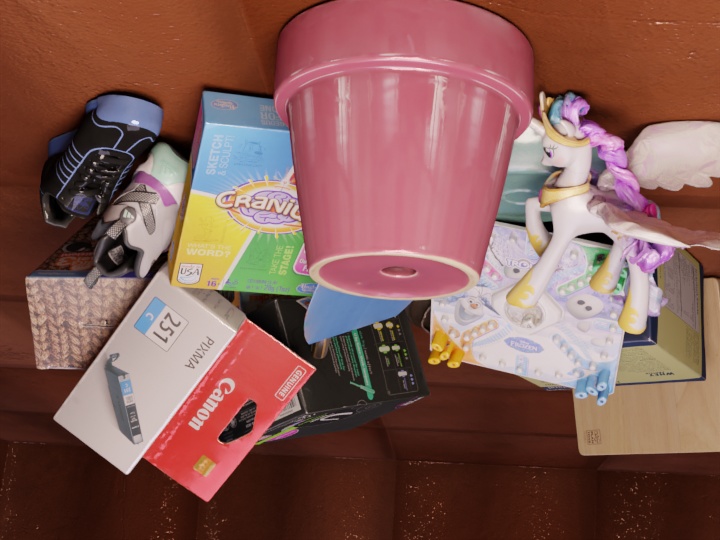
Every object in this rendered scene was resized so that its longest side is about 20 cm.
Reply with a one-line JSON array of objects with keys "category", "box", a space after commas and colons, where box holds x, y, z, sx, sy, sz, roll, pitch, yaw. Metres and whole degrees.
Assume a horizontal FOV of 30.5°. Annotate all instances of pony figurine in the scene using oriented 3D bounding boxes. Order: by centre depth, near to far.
[{"category": "pony figurine", "box": [0.213, -0.047, 1.085, 0.191, 0.167, 0.201, 13, 131, 16]}]

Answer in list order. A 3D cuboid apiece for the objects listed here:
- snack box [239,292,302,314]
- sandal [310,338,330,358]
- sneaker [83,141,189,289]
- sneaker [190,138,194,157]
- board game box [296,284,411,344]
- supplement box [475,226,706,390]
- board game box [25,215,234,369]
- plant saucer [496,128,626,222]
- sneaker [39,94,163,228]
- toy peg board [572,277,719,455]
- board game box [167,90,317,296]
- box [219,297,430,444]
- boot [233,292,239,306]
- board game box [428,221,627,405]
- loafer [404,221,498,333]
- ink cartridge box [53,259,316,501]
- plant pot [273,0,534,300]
[{"category": "snack box", "box": [-0.083, 0.053, 1.539, 0.115, 0.038, 0.200, -7, 165, -7]}, {"category": "sandal", "box": [0.000, 0.000, 1.273, 0.054, 0.202, 0.082, 22, -167, -8]}, {"category": "sneaker", "box": [-0.208, -0.033, 1.251, 0.078, 0.140, 0.200, 38, 168, 11]}, {"category": "sneaker", "box": [-0.076, -0.073, 1.218, 0.073, 0.081, 0.199, -8, 159, 42]}, {"category": "board game box", "box": [0.015, -0.017, 1.188, 0.199, 0.039, 0.159, -16, 142, -50]}, {"category": "supplement box", "box": [0.257, 0.043, 1.451, 0.198, 0.136, 0.199, -6, 161, 30]}, {"category": "board game box", "box": [-0.231, 0.019, 1.366, 0.158, 0.098, 0.200, 0, -160, 8]}, {"category": "plant saucer", "box": [0.150, -0.082, 1.217, 0.198, 0.036, 0.200, 3, 164, 1]}, {"category": "sneaker", "box": [-0.233, -0.093, 1.177, 0.070, 0.079, 0.199, 13, 162, -28]}, {"category": "toy peg board", "box": [0.367, 0.118, 1.616, 0.198, 0.202, 0.097, -7, 176, 34]}, {"category": "board game box", "box": [-0.080, -0.061, 1.155, 0.151, 0.041, 0.201, 4, 137, -15]}, {"category": "box", "box": [-0.051, 0.106, 1.417, 0.148, 0.126, 0.199, -26, 165, 39]}, {"category": "boot", "box": [-0.140, -0.002, 1.524, 0.199, 0.072, 0.144, 1, 160, -12]}, {"category": "board game box", "box": [0.164, 0.042, 1.316, 0.198, 0.026, 0.201, 13, 135, 14]}, {"category": "loafer", "box": [0.102, 0.014, 1.380, 0.073, 0.071, 0.201, -29, 159, -28]}, {"category": "ink cartridge box", "box": [-0.169, 0.118, 1.262, 0.176, 0.200, 0.045, 37, -157, -5]}, {"category": "plant pot", "box": [0.029, -0.081, 0.982, 0.198, 0.181, 0.200, 3, 164, 1]}]
